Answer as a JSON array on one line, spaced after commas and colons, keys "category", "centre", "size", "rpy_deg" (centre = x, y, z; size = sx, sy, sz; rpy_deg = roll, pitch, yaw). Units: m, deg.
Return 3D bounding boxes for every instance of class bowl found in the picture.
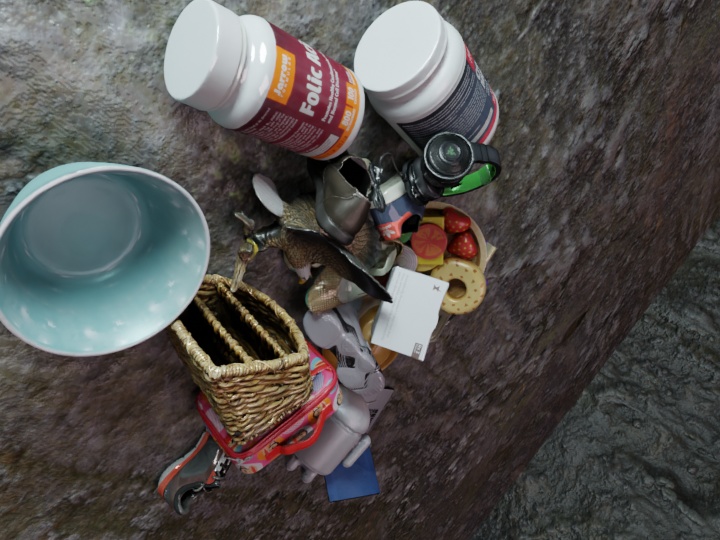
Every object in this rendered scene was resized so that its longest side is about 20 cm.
[{"category": "bowl", "centre": [-0.265, -0.026, 0.526], "size": [0.199, 0.105, 0.203], "rpy_deg": [-26, 134, -30]}]

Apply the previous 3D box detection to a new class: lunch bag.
[{"category": "lunch bag", "centre": [-0.130, 0.202, 0.789], "size": [0.199, 0.176, 0.083], "rpy_deg": [-35, 140, -23]}]

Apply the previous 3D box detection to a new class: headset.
[{"category": "headset", "centre": [0.099, -0.120, 0.700], "size": [0.197, 0.095, 0.123], "rpy_deg": [-1, 165, -25]}]

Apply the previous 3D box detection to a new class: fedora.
[{"category": "fedora", "centre": [0.021, 0.127, 0.967], "size": [0.199, 0.082, 0.203], "rpy_deg": [-28, 136, -31]}]

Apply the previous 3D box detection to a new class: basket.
[{"category": "basket", "centre": [-0.152, 0.079, 0.650], "size": [0.142, 0.200, 0.150], "rpy_deg": [-30, 137, -25]}]

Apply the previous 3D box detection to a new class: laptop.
[{"category": "laptop", "centre": [0.007, 0.360, 1.107], "size": [0.186, 0.116, 0.202], "rpy_deg": [22, 101, -52]}]

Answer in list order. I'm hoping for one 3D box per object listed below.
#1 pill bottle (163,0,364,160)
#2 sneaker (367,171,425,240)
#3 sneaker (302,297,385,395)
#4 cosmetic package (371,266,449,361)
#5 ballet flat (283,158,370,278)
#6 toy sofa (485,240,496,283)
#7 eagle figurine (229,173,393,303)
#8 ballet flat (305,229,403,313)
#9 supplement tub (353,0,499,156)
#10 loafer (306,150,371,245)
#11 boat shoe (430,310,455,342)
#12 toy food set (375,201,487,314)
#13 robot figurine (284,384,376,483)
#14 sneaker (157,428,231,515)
[{"category": "pill bottle", "centre": [-0.097, -0.198, 0.563], "size": [0.199, 0.114, 0.115], "rpy_deg": [7, 113, -49]}, {"category": "sneaker", "centre": [0.078, -0.107, 0.810], "size": [0.199, 0.074, 0.086], "rpy_deg": [-37, 112, -45]}, {"category": "sneaker", "centre": [-0.015, 0.107, 0.861], "size": [0.074, 0.116, 0.201], "rpy_deg": [-22, 119, 24]}, {"category": "cosmetic package", "centre": [0.068, 0.057, 0.782], "size": [0.200, 0.080, 0.114], "rpy_deg": [50, 59, -87]}, {"category": "ballet flat", "centre": [-0.032, -0.073, 0.770], "size": [0.201, 0.069, 0.069], "rpy_deg": [-52, 143, -2]}, {"category": "toy sofa", "centre": [0.193, -0.039, 1.009], "size": [0.199, 0.097, 0.083], "rpy_deg": [19, 105, -50]}, {"category": "eagle figurine", "centre": [-0.057, -0.033, 0.674], "size": [0.151, 0.197, 0.154], "rpy_deg": [105, -14, -77]}, {"category": "ballet flat", "centre": [0.000, 0.000, 0.789], "size": [0.200, 0.065, 0.071], "rpy_deg": [-45, 138, -35]}, {"category": "supplement tub", "centre": [0.094, -0.243, 0.710], "size": [0.141, 0.140, 0.199], "rpy_deg": [-56, 143, 4]}, {"category": "loafer", "centre": [-0.016, -0.112, 0.653], "size": [0.071, 0.201, 0.073], "rpy_deg": [-40, 127, 23]}, {"category": "boat shoe", "centre": [0.177, 0.075, 1.123], "size": [0.200, 0.072, 0.068], "rpy_deg": [-46, 179, -21]}, {"category": "toy food set", "centre": [0.116, -0.018, 0.892], "size": [0.049, 0.195, 0.203], "rpy_deg": [-65, 153, -65]}, {"category": "robot figurine", "centre": [-0.060, 0.298, 0.985], "size": [0.169, 0.113, 0.200], "rpy_deg": [41, 91, -16]}, {"category": "sneaker", "centre": [-0.229, 0.308, 0.843], "size": [0.200, 0.082, 0.077], "rpy_deg": [-46, 142, -9]}]
